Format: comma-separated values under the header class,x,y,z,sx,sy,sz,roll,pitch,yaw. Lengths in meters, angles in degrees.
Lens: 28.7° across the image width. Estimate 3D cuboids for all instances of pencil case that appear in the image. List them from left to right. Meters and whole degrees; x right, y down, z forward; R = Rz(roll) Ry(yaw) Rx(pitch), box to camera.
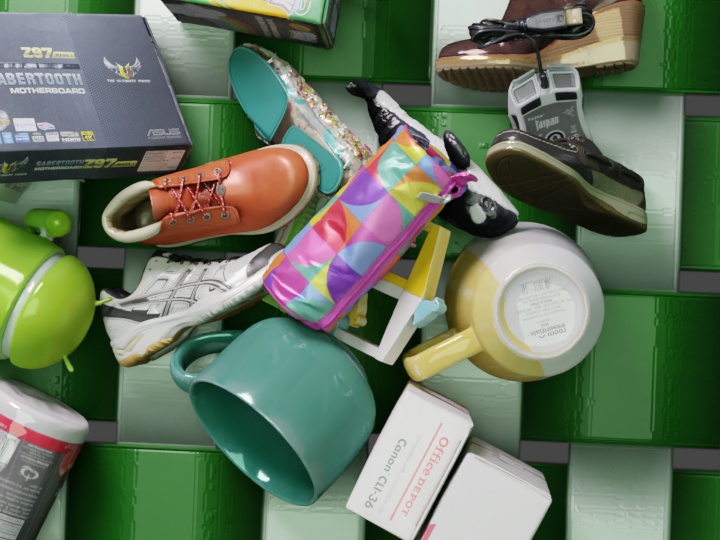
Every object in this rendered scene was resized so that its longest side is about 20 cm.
class,x,y,z,sx,sy,sz,roll,pitch,yaw
pencil case,0.005,-0.035,1.220,0.088,0.088,0.200,44,100,2

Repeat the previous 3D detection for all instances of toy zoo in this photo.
class,x,y,z,sx,sy,sz,roll,pitch,yaw
toy zoo,0.000,0.000,1.280,0.199,0.020,0.132,24,90,36

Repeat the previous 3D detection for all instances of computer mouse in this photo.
class,x,y,z,sx,sy,sz,roll,pitch,yaw
computer mouse,0.165,-0.157,1.276,0.109,0.201,0.044,-15,44,1

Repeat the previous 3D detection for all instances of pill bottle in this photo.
class,x,y,z,sx,sy,sz,roll,pitch,yaw
pill bottle,-0.341,0.209,1.298,0.110,0.111,0.201,27,90,3

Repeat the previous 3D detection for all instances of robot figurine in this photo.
class,x,y,z,sx,sy,sz,roll,pitch,yaw
robot figurine,-0.333,0.015,1.297,0.199,0.116,0.176,27,77,5

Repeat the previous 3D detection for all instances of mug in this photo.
class,x,y,z,sx,sy,sz,roll,pitch,yaw
mug,-0.072,0.106,1.266,0.185,0.152,0.114,46,63,-1
mug,0.144,0.048,1.258,0.149,0.153,0.187,31,92,-1

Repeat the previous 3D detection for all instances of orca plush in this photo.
class,x,y,z,sx,sy,sz,roll,pitch,yaw
orca plush,0.051,-0.092,1.285,0.071,0.105,0.200,-41,86,-14

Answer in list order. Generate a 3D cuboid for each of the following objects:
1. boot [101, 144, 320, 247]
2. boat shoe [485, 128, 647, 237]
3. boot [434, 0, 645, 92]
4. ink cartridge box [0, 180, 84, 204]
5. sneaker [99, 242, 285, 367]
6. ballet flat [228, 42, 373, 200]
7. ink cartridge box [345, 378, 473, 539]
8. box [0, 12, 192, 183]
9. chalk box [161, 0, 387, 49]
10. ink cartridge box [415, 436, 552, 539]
class,x,y,z,sx,sy,sz,roll,pitch,yaw
boot,-0.136,-0.063,1.265,0.199,0.107,0.076,-17,84,23
boat shoe,0.189,-0.089,1.270,0.200,0.072,0.066,24,65,-37
boot,0.163,-0.259,1.320,0.199,0.072,0.167,-5,77,4
ink cartridge box,-0.359,-0.127,1.301,0.200,0.117,0.067,40,89,3
sneaker,-0.158,0.012,1.301,0.199,0.076,0.088,-27,82,13
ballet flat,-0.052,-0.136,1.309,0.200,0.064,0.076,53,127,26
ink cartridge box,0.044,0.165,1.238,0.067,0.200,0.117,27,90,2
box,-0.267,-0.157,1.255,0.199,0.051,0.158,-4,58,-32
chalk box,-0.071,-0.282,1.291,0.199,0.124,0.125,9,90,1
ink cartridge box,0.098,0.233,1.236,0.082,0.200,0.147,28,90,6
